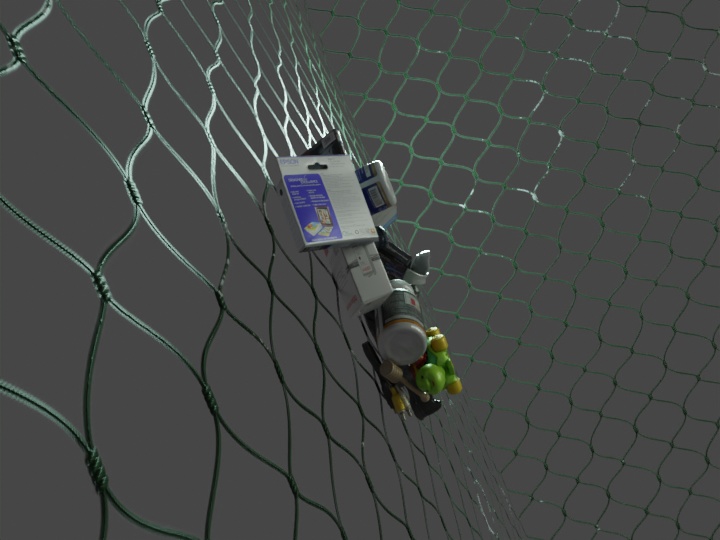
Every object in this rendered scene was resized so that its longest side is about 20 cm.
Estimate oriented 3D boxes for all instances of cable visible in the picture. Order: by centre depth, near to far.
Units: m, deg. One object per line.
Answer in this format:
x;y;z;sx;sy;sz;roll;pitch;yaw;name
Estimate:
0.067;0.248;1.648;0.203;0.050;0.097;67;15;-4;cable

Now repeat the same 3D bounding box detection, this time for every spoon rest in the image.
0.167;0.001;1.997;0.060;0.101;0.200;24;20;8;spoon rest

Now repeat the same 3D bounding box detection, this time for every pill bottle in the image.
0.090;0.116;1.651;0.201;0.115;0.117;-93;158;-57;pill bottle
-0.021;-0.175;1.715;0.116;0.197;0.117;-22;90;-81;pill bottle

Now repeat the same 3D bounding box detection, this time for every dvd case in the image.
-0.081;-0.208;1.632;0.022;0.145;0.203;20;43;-52;dvd case

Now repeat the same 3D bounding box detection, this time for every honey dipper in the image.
0.108;0.264;1.637;0.200;0.038;0.038;44;23;-45;honey dipper

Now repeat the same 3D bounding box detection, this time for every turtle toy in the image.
0.168;0.226;1.644;0.200;0.100;0.148;-110;180;-81;turtle toy

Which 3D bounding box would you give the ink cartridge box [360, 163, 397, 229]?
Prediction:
0.018;-0.190;1.997;0.129;0.125;0.200;48;-8;16;ink cartridge box

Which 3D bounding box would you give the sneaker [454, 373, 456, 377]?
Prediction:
0.174;0.243;1.957;0.199;0.076;0.116;29;-25;29;sneaker

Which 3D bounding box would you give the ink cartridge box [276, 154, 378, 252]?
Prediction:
-0.074;-0.144;1.477;0.196;0.043;0.203;-8;73;-38;ink cartridge box

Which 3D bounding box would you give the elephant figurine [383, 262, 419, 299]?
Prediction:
0.068;0.049;1.980;0.154;0.142;0.201;10;-33;49;elephant figurine

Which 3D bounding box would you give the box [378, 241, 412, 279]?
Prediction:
0.078;-0.030;2.052;0.142;0.036;0.201;35;-19;12;box

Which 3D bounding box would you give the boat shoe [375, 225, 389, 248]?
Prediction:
0.002;-0.075;1.771;0.200;0.089;0.072;-153;-131;-68;boat shoe

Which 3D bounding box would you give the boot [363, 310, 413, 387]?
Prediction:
0.060;0.181;1.778;0.202;0.065;0.166;60;-9;31;boot

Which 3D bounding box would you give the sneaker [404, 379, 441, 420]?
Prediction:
0.158;0.301;1.933;0.203;0.090;0.076;66;11;0;sneaker

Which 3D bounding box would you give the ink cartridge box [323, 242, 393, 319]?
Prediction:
-0.012;-0.011;1.584;0.147;0.082;0.203;125;-55;-69;ink cartridge box
